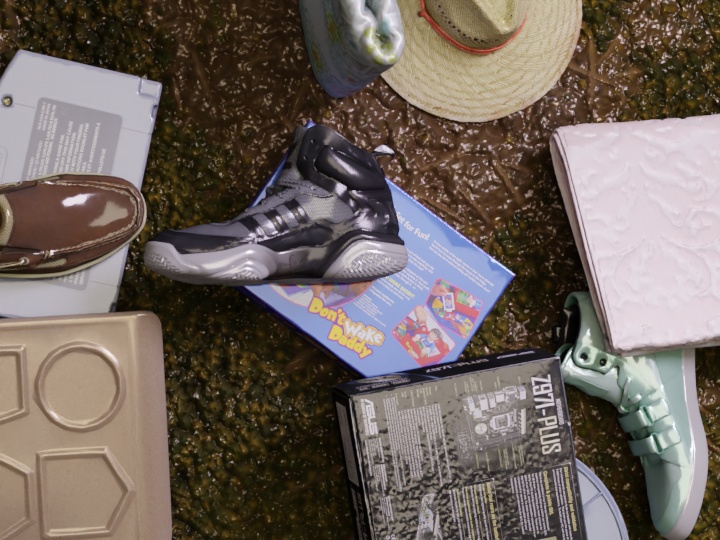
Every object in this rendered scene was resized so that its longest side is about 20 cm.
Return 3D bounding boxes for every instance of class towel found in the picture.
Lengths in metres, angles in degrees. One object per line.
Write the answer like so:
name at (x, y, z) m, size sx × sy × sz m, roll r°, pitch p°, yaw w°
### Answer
towel at (0.260, -0.031, 1.569) m, size 0.198 × 0.032 × 0.193 m, roll -5°, pitch 69°, yaw -17°
towel at (-0.021, -0.237, 1.494) m, size 0.048 × 0.171 × 0.202 m, roll -14°, pitch 90°, yaw -9°

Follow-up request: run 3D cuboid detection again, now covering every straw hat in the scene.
straw hat at (0.091, -0.221, 1.556) m, size 0.199 × 0.085 × 0.203 m, roll 1°, pitch 86°, yaw -10°

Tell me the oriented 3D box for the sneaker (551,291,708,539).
sneaker at (0.201, 0.110, 1.558) m, size 0.117 × 0.074 × 0.203 m, roll 1°, pitch 76°, yaw -16°

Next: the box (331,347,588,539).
box at (0.077, 0.171, 1.488) m, size 0.162 × 0.086 × 0.202 m, roll -10°, pitch 93°, yaw -9°

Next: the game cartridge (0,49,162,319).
game cartridge at (-0.233, -0.058, 1.514) m, size 0.132 × 0.042 × 0.202 m, roll 12°, pitch 84°, yaw -5°

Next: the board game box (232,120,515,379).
board game box at (0.000, 0.000, 1.545) m, size 0.199 × 0.045 × 0.135 m, roll 37°, pitch 81°, yaw -6°

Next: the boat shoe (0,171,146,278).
boat shoe at (-0.252, -0.029, 1.453) m, size 0.200 × 0.075 × 0.076 m, roll -12°, pitch 88°, yaw -11°

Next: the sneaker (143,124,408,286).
sneaker at (-0.063, -0.048, 1.480) m, size 0.198 × 0.075 × 0.115 m, roll -1°, pitch 86°, yaw -16°

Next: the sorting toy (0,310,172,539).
sorting toy at (-0.242, 0.126, 1.489) m, size 0.198 × 0.036 × 0.187 m, roll -4°, pitch 98°, yaw -11°

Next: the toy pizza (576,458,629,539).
toy pizza at (0.113, 0.230, 1.557) m, size 0.198 × 0.032 × 0.203 m, roll 1°, pitch 86°, yaw -8°
